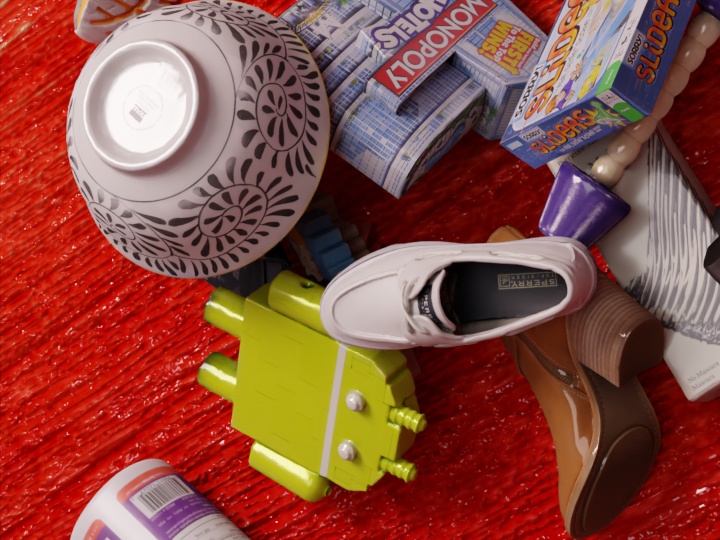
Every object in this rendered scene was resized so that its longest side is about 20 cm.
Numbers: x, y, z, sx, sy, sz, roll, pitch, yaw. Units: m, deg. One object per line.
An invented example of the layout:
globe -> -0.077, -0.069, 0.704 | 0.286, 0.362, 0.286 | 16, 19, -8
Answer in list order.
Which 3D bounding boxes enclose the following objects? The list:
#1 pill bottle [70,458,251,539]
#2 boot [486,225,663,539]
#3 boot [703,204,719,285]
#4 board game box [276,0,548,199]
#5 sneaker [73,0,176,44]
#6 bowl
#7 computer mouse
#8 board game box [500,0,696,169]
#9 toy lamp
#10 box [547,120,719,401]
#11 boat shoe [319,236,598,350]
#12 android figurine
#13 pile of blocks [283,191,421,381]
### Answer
pill bottle -> -0.127, 0.252, 1.147 | 0.199, 0.111, 0.112 | 38, 104, 24
boot -> 0.136, 0.078, 1.039 | 0.155, 0.076, 0.202 | 37, 140, 44
boot -> 0.322, 0.015, 0.933 | 0.200, 0.188, 0.069 | 40, 118, -1
board game box -> 0.051, -0.152, 1.059 | 0.199, 0.200, 0.062 | 35, 144, 14
sneaker -> -0.186, -0.284, 1.240 | 0.077, 0.078, 0.201 | 43, 103, 37
bowl -> -0.128, -0.101, 0.985 | 0.198, 0.094, 0.203 | -3, 81, 19
computer mouse -> -0.081, 0.025, 1.175 | 0.199, 0.046, 0.142 | 36, 130, 39
board game box -> 0.175, -0.174, 0.971 | 0.135, 0.034, 0.201 | -25, 37, 62
toy lamp -> 0.188, -0.100, 0.962 | 0.058, 0.058, 0.201 | 39, 99, 24
box -> 0.216, -0.014, 1.009 | 0.082, 0.068, 0.201 | -36, 72, 20
boat shoe -> 0.057, 0.019, 0.963 | 0.198, 0.066, 0.073 | -4, 97, 23
android figurine -> -0.036, 0.091, 1.088 | 0.199, 0.041, 0.184 | 27, 125, 24
pile of blocks -> 0.000, 0.000, 1.117 | 0.062, 0.082, 0.201 | -26, 74, -18
